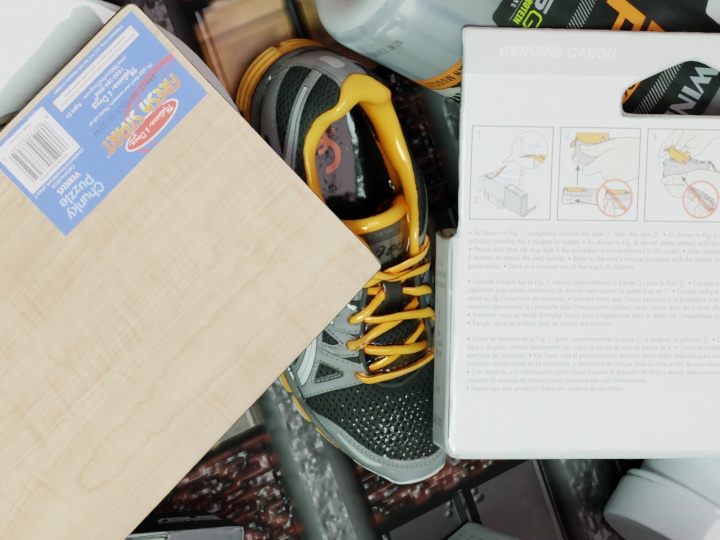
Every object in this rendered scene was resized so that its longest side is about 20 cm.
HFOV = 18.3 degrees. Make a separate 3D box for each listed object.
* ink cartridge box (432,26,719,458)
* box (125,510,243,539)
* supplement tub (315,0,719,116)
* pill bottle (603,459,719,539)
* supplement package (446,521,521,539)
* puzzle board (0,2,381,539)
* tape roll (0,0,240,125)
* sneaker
[{"bbox_3d":[0.132,-0.011,0.939,0.198,0.045,0.178,1,94,-8],"label":"ink cartridge box"},{"bbox_3d":[-0.128,0.208,0.935,0.159,0.043,0.202,-3,95,-25],"label":"box"},{"bbox_3d":[0.091,-0.117,0.969,0.199,0.122,0.123,23,84,-24],"label":"supplement tub"},{"bbox_3d":[0.197,0.049,1.035,0.112,0.112,0.201,37,78,-22],"label":"pill bottle"},{"bbox_3d":[0.073,0.199,0.940,0.116,0.200,0.118,-33,106,-19],"label":"supplement package"},{"bbox_3d":[-0.110,0.017,0.891,0.200,0.017,0.151,-46,105,-7],"label":"puzzle board"},{"bbox_3d":[-0.134,-0.014,0.921,0.201,0.037,0.205,-2,94,-24],"label":"tape roll"},{"bbox_3d":[0.000,0.000,0.962,0.078,0.077,0.202,-24,104,-23],"label":"sneaker"}]
